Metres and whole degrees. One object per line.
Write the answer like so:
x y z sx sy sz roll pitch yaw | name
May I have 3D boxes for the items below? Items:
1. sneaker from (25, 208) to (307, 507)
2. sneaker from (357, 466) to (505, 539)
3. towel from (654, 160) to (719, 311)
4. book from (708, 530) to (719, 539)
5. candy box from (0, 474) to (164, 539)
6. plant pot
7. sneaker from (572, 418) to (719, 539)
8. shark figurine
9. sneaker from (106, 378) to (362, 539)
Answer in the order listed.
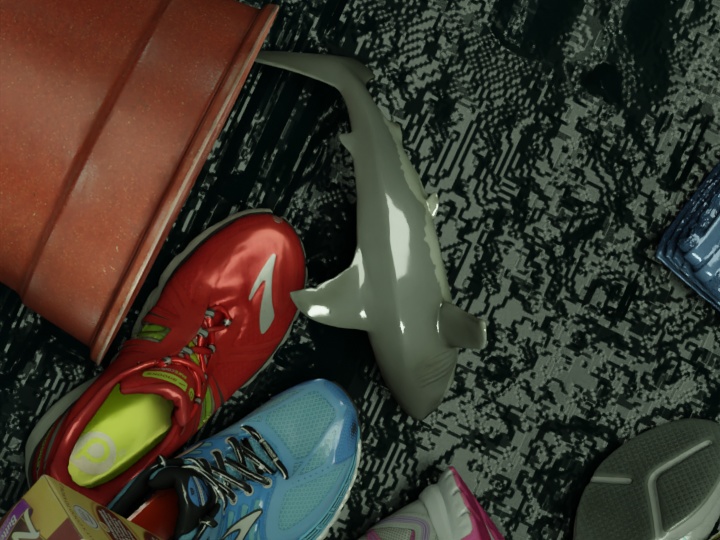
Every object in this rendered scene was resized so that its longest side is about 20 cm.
-0.093 0.055 1.495 0.077 0.085 0.200 40 84 -11 | sneaker
0.046 0.196 1.494 0.088 0.200 0.081 -30 125 8 | sneaker
0.268 0.011 1.588 0.200 0.049 0.112 40 84 -9 | towel
0.150 0.231 1.486 0.048 0.200 0.134 25 115 23 | book
-0.119 0.190 1.409 0.117 0.056 0.200 -46 136 7 | candy box
-0.171 -0.086 1.431 0.195 0.201 0.201 27 86 -3 | plant pot
0.146 0.170 1.563 0.201 0.070 0.080 -56 141 -19 | sneaker
-0.002 -0.017 1.489 0.089 0.128 0.215 -17 95 -13 | shark figurine
-0.075 0.124 1.474 0.200 0.090 0.078 -40 71 -22 | sneaker
